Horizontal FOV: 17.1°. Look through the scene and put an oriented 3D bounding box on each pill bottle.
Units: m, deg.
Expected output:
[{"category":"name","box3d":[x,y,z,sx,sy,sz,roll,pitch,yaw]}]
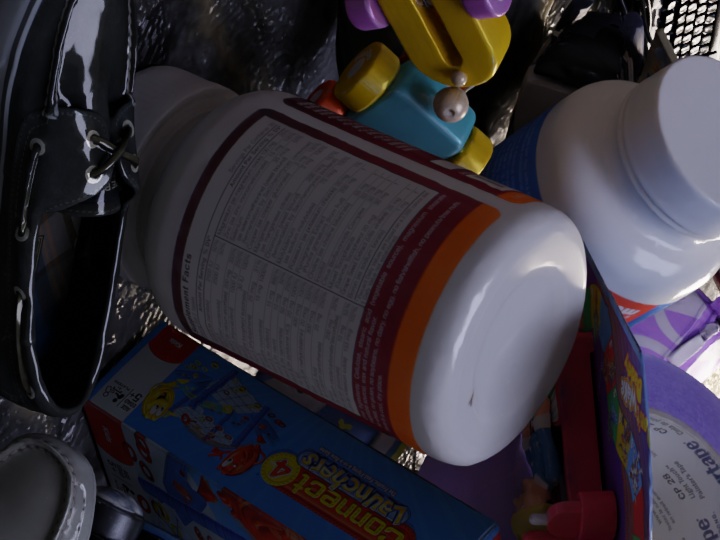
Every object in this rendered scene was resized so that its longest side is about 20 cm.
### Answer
[{"category":"pill bottle","box3d":[-0.017,-0.008,0.974,0.110,0.200,0.110,-38,141,-39]},{"category":"pill bottle","box3d":[0.109,-0.024,1.163,0.112,0.112,0.200,-35,180,-42]}]

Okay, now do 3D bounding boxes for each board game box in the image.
[{"category":"board game box","box3d":[0.081,0.082,1.008,0.200,0.039,0.159,-107,-163,-66]},{"category":"board game box","box3d":[-0.021,0.145,1.089,0.056,0.195,0.200,-43,145,-26]}]

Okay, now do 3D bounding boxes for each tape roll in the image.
[{"category":"tape roll","box3d":[0.124,0.146,1.183,0.085,0.200,0.200,-31,179,44]}]

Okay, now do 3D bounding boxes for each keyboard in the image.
[{"category":"keyboard","box3d":[0.179,-0.143,1.320,0.104,0.040,0.200,-24,144,-19]}]

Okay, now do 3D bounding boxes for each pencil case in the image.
[{"category":"pencil case","box3d":[0.129,0.083,1.321,0.084,0.085,0.200,41,87,-33]}]

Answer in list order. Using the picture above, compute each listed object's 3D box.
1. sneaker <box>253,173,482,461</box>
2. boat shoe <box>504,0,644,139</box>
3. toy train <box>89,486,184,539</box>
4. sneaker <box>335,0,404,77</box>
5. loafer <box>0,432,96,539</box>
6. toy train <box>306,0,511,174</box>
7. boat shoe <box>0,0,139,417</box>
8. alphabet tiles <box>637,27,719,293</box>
[{"category":"sneaker","box3d":[0.000,0.000,1.126,0.082,0.074,0.201,31,57,-25]},{"category":"boat shoe","box3d":[0.111,-0.052,1.293,0.093,0.074,0.200,-61,169,-46]},{"category":"toy train","box3d":[-0.139,0.191,1.055,0.201,0.086,0.114,-65,160,-4]},{"category":"sneaker","box3d":[0.002,-0.158,1.039,0.081,0.074,0.201,-23,124,-41]},{"category":"loafer","box3d":[-0.177,0.152,0.971,0.200,0.070,0.070,-59,159,-10]},{"category":"toy train","box3d":[-0.004,-0.112,1.000,0.200,0.150,0.056,89,24,-51]},{"category":"boat shoe","box3d":[-0.113,-0.037,0.939,0.069,0.057,0.201,-14,124,-50]},{"category":"alphabet tiles","box3d":[0.185,-0.037,1.256,0.006,0.167,0.200,-24,171,-2]}]
